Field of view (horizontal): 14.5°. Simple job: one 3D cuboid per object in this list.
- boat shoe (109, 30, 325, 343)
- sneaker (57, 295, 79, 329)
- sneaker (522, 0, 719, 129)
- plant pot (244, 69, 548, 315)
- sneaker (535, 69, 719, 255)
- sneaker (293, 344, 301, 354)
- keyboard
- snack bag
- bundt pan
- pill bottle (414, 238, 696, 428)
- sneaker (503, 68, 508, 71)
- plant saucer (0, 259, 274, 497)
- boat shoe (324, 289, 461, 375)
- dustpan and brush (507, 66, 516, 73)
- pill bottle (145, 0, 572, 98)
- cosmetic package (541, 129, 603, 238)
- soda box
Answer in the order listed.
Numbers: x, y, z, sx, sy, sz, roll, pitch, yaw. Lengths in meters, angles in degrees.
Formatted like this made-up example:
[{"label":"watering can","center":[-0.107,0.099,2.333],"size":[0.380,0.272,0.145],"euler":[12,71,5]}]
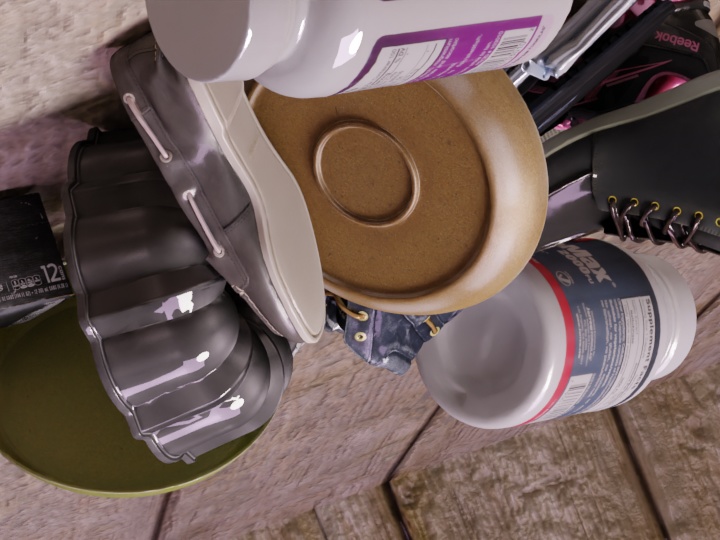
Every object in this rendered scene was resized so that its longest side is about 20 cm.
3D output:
[{"label":"boat shoe","center":[-0.075,-0.046,1.544],"size":[0.057,0.201,0.067],"euler":[-10,-151,24]},{"label":"sneaker","center":[-0.169,0.013,1.902],"size":[0.114,0.077,0.199],"euler":[-1,-159,37]},{"label":"sneaker","center":[0.145,-0.114,1.804],"size":[0.199,0.096,0.079],"euler":[-25,171,22]},{"label":"plant pot","center":[0.007,-0.058,1.559],"size":[0.200,0.200,0.027],"euler":[-30,-169,39]},{"label":"sneaker","center":[0.173,-0.039,1.736],"size":[0.199,0.107,0.075],"euler":[-27,152,3]},{"label":"sneaker","center":[-0.049,0.026,1.913],"size":[0.085,0.077,0.200],"euler":[-58,-176,-29]},{"label":"keyboard","center":[0.104,-0.091,1.704],"size":[0.200,0.021,0.127],"euler":[-39,175,-28]},{"label":"snack bag","center":[0.111,-0.122,1.647],"size":[0.200,0.021,0.189],"euler":[-42,180,6]},{"label":"bundt pan","center":[-0.095,0.005,1.632],"size":[0.075,0.203,0.202],"euler":[-16,171,16]},{"label":"pill bottle","center":[0.138,0.039,1.919],"size":[0.119,0.120,0.199],"euler":[-29,166,36]},{"label":"sneaker","center":[0.013,-0.111,1.603],"size":[0.077,0.080,0.200],"euler":[-10,160,-48]},{"label":"plant saucer","center":[-0.145,0.069,1.738],"size":[0.199,0.200,0.031],"euler":[-17,139,-19]},{"label":"boat shoe","center":[0.000,0.000,1.753],"size":[0.091,0.071,0.200],"euler":[-53,140,1]},{"label":"dustpan and brush","center":[0.006,-0.103,1.705],"size":[0.199,0.057,0.140],"euler":[-19,152,-45]},{"label":"pill bottle","center":[-0.001,-0.142,1.353],"size":[0.199,0.113,0.112],"euler":[-11,165,-39]},{"label":"cosmetic package","center":[0.133,-0.073,1.951],"size":[0.199,0.104,0.073],"euler":[-17,169,-13]},{"label":"soda box","center":[-0.274,0.010,1.669],"size":[0.199,0.071,0.063],"euler":[-13,169,-40]}]
